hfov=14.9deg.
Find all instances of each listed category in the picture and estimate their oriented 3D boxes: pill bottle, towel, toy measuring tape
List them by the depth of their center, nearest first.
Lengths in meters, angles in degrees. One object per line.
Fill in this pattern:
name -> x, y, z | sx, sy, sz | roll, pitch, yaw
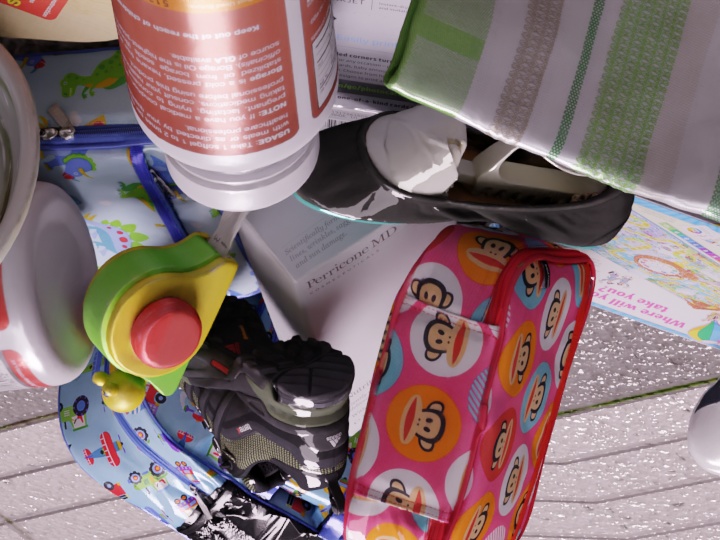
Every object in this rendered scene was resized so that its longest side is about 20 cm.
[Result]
towel -> 0.121, -0.123, 1.360 | 0.199, 0.150, 0.031 | 20, 168, -20
pill bottle -> -0.069, -0.123, 1.397 | 0.111, 0.113, 0.201 | 5, 145, 7
toy measuring tape -> -0.105, -0.010, 1.538 | 0.073, 0.074, 0.201 | 20, 105, -20
pill bottle -> -0.259, 0.016, 1.568 | 0.199, 0.117, 0.116 | -6, 149, 17

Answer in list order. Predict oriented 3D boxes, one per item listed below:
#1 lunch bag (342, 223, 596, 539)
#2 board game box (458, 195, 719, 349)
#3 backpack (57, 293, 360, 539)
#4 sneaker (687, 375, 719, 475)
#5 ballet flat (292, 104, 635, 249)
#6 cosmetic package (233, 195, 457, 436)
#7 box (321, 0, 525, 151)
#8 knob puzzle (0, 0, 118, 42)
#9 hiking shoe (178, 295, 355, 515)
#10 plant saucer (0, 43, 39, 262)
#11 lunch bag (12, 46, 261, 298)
lunch bag -> 0.068, 0.075, 1.592 | 0.081, 0.201, 0.176 | 18, -174, 21
board game box -> 0.174, -0.017, 1.654 | 0.199, 0.034, 0.134 | 19, 150, -18
backpack -> -0.087, 0.084, 1.778 | 0.199, 0.183, 0.134 | 33, 137, -17
sneaker -> 0.263, 0.063, 1.646 | 0.198, 0.080, 0.129 | -27, 165, 26
ballet flat -> 0.060, -0.060, 1.503 | 0.199, 0.068, 0.069 | 6, 144, -19
cosmetic package -> 0.000, 0.000, 1.640 | 0.113, 0.081, 0.200 | -35, 152, -8
box -> 0.048, -0.130, 1.478 | 0.155, 0.041, 0.200 | 7, 153, 1
knob puzzle -> -0.168, -0.183, 1.454 | 0.218, 0.031, 0.220 | 7, 151, 4
hiking shoe -> -0.075, 0.079, 1.609 | 0.075, 0.101, 0.200 | -14, -159, -30
plant saucer -> -0.259, -0.045, 1.498 | 0.199, 0.202, 0.050 | -1, 159, 18
lunch bag -> -0.139, -0.053, 1.634 | 0.160, 0.083, 0.200 | -1, 151, 13
